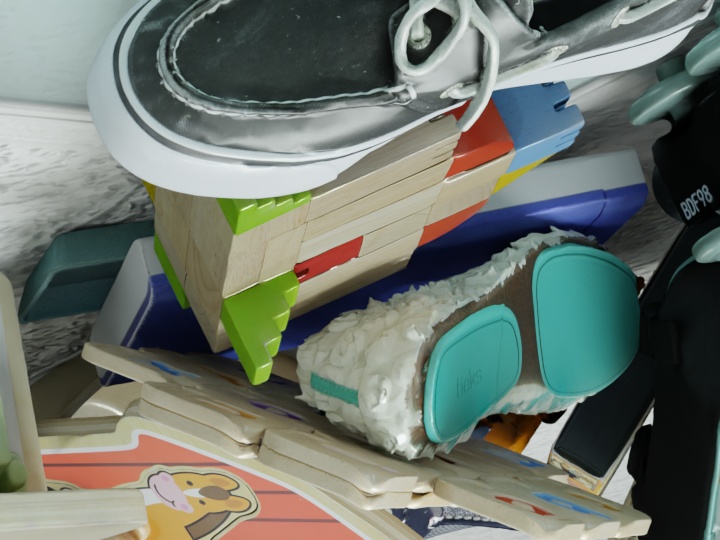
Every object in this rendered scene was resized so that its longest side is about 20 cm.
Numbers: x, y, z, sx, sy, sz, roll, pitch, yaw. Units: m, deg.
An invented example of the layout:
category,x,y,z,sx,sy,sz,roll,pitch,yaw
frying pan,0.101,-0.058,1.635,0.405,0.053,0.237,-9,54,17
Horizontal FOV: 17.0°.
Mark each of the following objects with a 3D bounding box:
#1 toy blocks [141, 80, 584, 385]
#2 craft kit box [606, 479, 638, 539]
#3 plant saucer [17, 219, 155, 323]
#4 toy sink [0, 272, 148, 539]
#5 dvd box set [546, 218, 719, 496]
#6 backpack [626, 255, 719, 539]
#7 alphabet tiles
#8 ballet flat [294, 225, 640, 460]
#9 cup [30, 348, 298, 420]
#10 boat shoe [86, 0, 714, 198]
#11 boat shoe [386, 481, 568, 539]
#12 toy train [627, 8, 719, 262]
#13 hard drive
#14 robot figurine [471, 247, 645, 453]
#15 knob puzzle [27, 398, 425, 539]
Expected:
category,x,y,z,sx,sy,sz,roll,pitch,yaw
toy blocks,0.006,-0.040,0.779,0.136,0.100,0.200,-25,169,-11
craft kit box,0.231,0.078,1.138,0.197,0.200,0.049,-6,130,37
plant saucer,-0.037,-0.011,0.964,0.199,0.019,0.070,-8,164,-23
toy sink,-0.195,0.061,0.883,0.199,0.113,0.130,-20,166,38
dvd box set,0.133,0.042,1.126,0.147,0.029,0.200,-58,172,-9
backpack,0.221,0.075,0.939,0.199,0.154,0.176,-10,129,-12
alphabet tiles,0.002,0.065,0.881,0.195,0.015,0.200,19,-177,23
ballet flat,0.039,0.022,0.893,0.072,0.072,0.200,-23,175,29
cup,-0.104,0.118,1.095,0.199,0.201,0.143,-6,-171,-34
boat shoe,0.022,-0.074,0.666,0.198,0.074,0.068,-11,164,-22
boat shoe,-0.006,0.109,1.031,0.199,0.093,0.075,16,173,-25
toy train,0.175,-0.067,0.852,0.114,0.086,0.200,-20,169,-21
hard drive,0.000,0.000,0.957,0.199,0.025,0.132,-11,165,-18
robot figurine,0.070,0.057,1.188,0.145,0.058,0.200,-46,176,-22
knob puzzle,-0.043,0.129,0.923,0.219,0.220,0.031,-31,-159,48
